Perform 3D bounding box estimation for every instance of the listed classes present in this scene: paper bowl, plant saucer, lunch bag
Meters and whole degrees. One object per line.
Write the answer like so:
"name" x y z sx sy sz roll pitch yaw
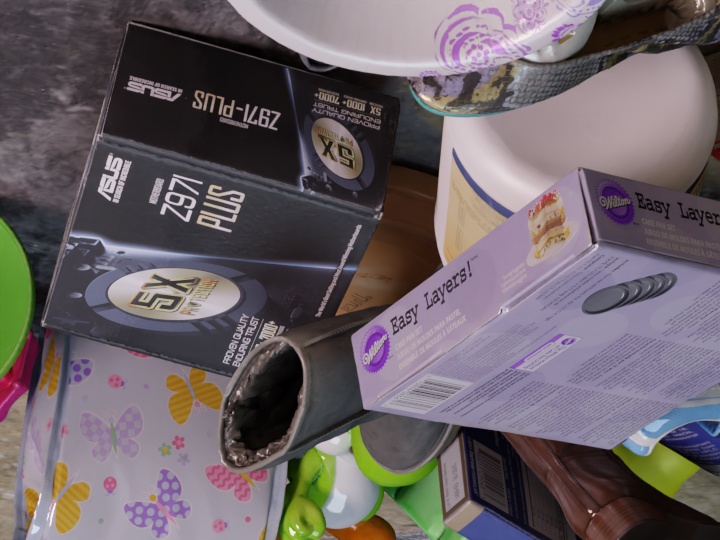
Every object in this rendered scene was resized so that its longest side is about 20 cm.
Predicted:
"paper bowl" 0.026 -0.189 1.190 0.200 0.105 0.201 1 143 1
"plant saucer" 0.000 0.000 1.632 0.199 0.032 0.201 6 148 3
"lunch bag" -0.139 0.120 1.719 0.169 0.201 0.127 10 152 -15

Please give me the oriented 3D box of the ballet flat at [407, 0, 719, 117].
"ballet flat" 0.114 -0.133 1.291 0.200 0.072 0.072 -18 161 -25

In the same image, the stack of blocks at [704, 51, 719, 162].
"stack of blocks" 0.289 -0.066 1.460 0.115 0.059 0.200 -17 146 34

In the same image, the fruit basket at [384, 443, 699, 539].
"fruit basket" 0.143 0.137 1.826 0.215 0.155 0.216 -24 136 -26

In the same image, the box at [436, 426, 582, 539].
"box" 0.130 0.154 1.660 0.200 0.121 0.032 31 122 -26

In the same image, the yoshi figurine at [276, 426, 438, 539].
"yoshi figurine" 0.001 0.136 1.707 0.111 0.113 0.200 14 136 0

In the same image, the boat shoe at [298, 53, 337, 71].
"boat shoe" 0.043 -0.154 1.316 0.199 0.063 0.073 -20 145 37

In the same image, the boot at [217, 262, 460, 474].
"boot" -0.007 0.079 1.517 0.072 0.200 0.182 32 127 19

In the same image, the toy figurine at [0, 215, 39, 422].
"toy figurine" -0.287 0.038 1.683 0.199 0.151 0.184 22 165 12

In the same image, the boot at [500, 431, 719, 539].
"boot" 0.139 0.110 1.640 0.064 0.200 0.186 -45 149 6

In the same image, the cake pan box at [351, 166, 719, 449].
"cake pan box" 0.121 0.028 1.358 0.184 0.053 0.200 12 145 -35

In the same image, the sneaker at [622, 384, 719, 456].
"sneaker" 0.229 0.053 1.528 0.199 0.072 0.073 -16 119 -22

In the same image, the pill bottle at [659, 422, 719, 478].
"pill bottle" 0.198 0.046 1.620 0.119 0.120 0.200 -19 145 37

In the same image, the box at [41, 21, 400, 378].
"box" -0.083 -0.031 1.499 0.163 0.086 0.200 16 144 -8

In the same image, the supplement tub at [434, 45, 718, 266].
"supplement tub" 0.113 -0.048 1.424 0.144 0.145 0.200 3 153 1
